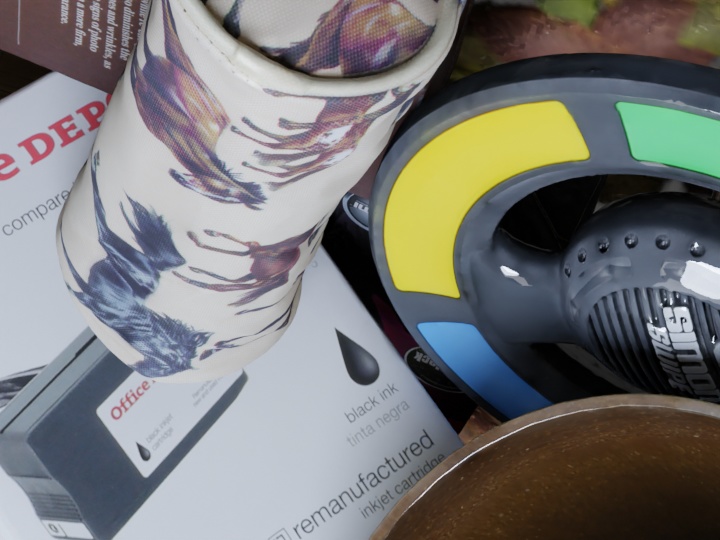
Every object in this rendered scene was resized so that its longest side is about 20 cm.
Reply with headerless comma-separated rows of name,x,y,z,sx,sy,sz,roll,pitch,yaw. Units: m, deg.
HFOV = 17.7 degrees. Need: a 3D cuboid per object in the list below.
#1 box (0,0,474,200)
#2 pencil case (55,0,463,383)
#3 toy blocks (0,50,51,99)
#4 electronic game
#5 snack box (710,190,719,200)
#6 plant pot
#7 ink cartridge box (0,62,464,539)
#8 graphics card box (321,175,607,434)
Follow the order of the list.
box,-0.063,-0.106,0.695,0.199,0.075,0.100,24,150,4
pencil case,-0.031,-0.040,0.623,0.078,0.090,0.200,34,151,1
toy blocks,-0.136,-0.015,0.876,0.136,0.100,0.200,18,138,-7
electronic game,0.096,0.011,0.673,0.199,0.042,0.200,18,146,13
snack box,0.203,0.051,0.758,0.199,0.068,0.169,15,149,13
plant pot,0.108,0.147,0.704,0.186,0.188,0.200,9,171,25
ink cartridge box,-0.074,0.042,0.738,0.200,0.144,0.084,54,152,5
graphics card box,0.000,0.000,0.840,0.125,0.051,0.200,26,149,-1
